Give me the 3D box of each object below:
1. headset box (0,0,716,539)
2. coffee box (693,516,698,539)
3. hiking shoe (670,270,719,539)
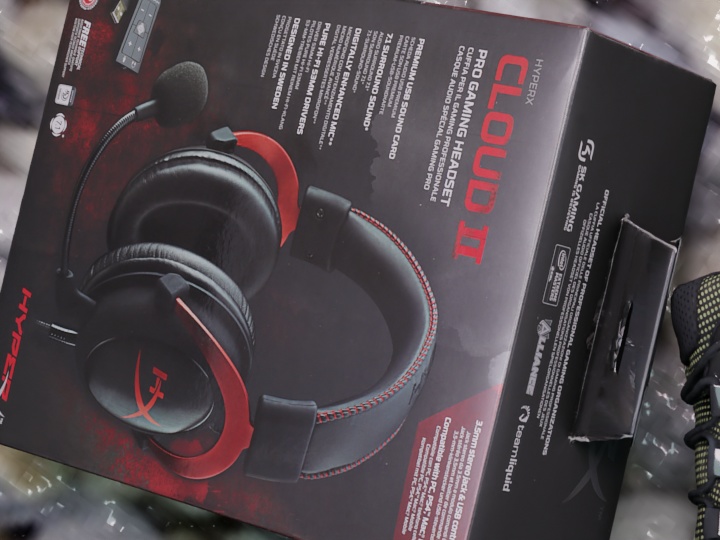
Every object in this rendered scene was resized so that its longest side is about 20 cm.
[{"bbox_3d":[0.000,0.000,0.746,0.200,0.075,0.149,14,90,36],"label":"headset box"},{"bbox_3d":[0.200,0.056,0.743,0.199,0.080,0.115,13,90,11],"label":"coffee box"},{"bbox_3d":[0.112,0.051,0.691,0.101,0.076,0.200,38,88,22],"label":"hiking shoe"}]
